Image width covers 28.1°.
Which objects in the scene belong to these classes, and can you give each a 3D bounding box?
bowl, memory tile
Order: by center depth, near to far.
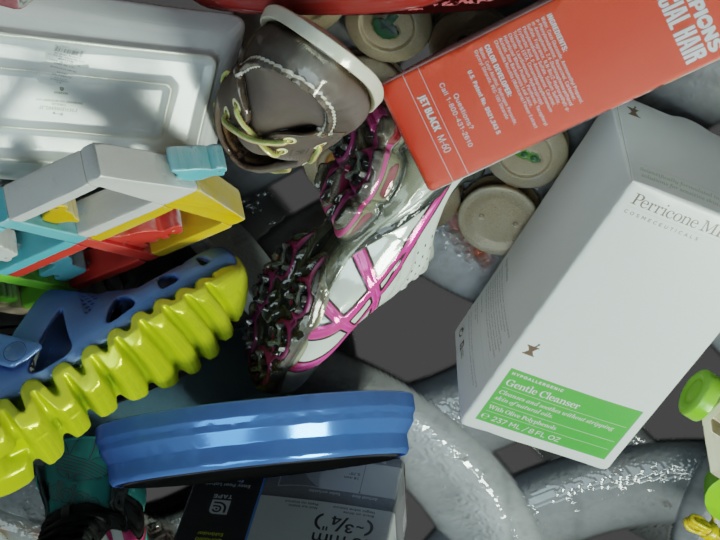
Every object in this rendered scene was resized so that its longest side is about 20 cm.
[{"bbox_3d":[0.026,-0.094,0.829,0.199,0.017,0.154,19,128,-2],"label":"memory tile"},{"bbox_3d":[-0.063,0.108,0.900,0.199,0.200,0.040,-10,80,19],"label":"bowl"}]

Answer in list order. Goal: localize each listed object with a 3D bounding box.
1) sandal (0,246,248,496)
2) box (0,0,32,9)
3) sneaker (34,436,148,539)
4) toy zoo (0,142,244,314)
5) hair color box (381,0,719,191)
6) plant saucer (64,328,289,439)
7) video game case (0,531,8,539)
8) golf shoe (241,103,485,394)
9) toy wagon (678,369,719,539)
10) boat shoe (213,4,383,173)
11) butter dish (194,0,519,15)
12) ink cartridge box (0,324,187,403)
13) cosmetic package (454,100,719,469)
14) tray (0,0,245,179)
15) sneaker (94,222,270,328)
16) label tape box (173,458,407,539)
[{"bbox_3d":[-0.156,0.039,0.816,0.199,0.087,0.080,-31,150,-18],"label":"sandal"},{"bbox_3d":[-0.222,-0.221,0.699,0.199,0.128,0.109,17,131,14],"label":"box"},{"bbox_3d":[-0.196,0.174,0.982,0.083,0.200,0.122,-6,80,9],"label":"sneaker"},{"bbox_3d":[-0.154,-0.023,0.779,0.199,0.021,0.131,-21,163,24],"label":"toy zoo"},{"bbox_3d":[0.119,-0.115,0.714,0.199,0.111,0.064,-25,97,21],"label":"hair color box"},{"bbox_3d":[-0.146,0.088,1.000,0.199,0.019,0.070,-21,119,24],"label":"plant saucer"},{"bbox_3d":[-0.285,0.129,0.842,0.200,0.023,0.182,50,145,-15],"label":"video game case"},{"bbox_3d":[0.000,0.000,0.837,0.092,0.073,0.200,14,123,-30],"label":"golf shoe"},{"bbox_3d":[0.277,0.104,0.905,0.155,0.040,0.200,31,127,-10],"label":"toy wagon"},{"bbox_3d":[-0.039,-0.084,0.723,0.072,0.200,0.060,39,85,-8],"label":"boat shoe"},{"bbox_3d":[-0.019,-0.194,0.678,0.199,0.148,0.200,1,123,11],"label":"butter dish"},{"bbox_3d":[-0.215,0.059,0.922,0.199,0.099,0.039,-2,97,25],"label":"ink cartridge box"},{"bbox_3d":[0.144,0.011,0.830,0.107,0.085,0.200,18,130,-14],"label":"cosmetic package"},{"bbox_3d":[-0.158,-0.091,0.752,0.199,0.022,0.108,2,118,-30],"label":"tray"},{"bbox_3d":[-0.138,-0.027,0.879,0.099,0.071,0.200,-23,122,20],"label":"sneaker"},{"bbox_3d":[-0.053,0.208,0.951,0.143,0.200,0.064,5,128,9],"label":"label tape box"}]
